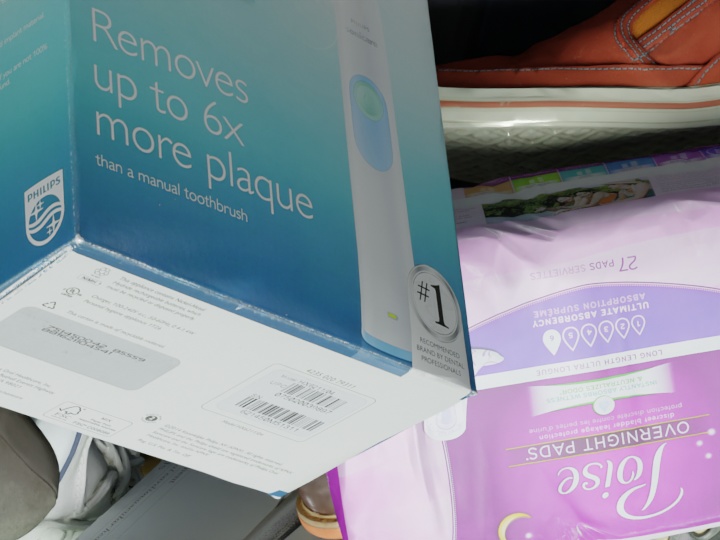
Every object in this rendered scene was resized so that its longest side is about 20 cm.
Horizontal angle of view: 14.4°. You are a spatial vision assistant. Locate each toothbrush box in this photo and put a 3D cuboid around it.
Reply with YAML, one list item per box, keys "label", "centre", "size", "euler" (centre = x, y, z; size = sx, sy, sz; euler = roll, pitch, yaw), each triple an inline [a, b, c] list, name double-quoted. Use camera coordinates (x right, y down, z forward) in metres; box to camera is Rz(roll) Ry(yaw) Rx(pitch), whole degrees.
- label: "toothbrush box"
  centre: [-0.054, -0.056, 0.799]
  size: [0.146, 0.200, 0.085]
  euler: [23, 139, -40]

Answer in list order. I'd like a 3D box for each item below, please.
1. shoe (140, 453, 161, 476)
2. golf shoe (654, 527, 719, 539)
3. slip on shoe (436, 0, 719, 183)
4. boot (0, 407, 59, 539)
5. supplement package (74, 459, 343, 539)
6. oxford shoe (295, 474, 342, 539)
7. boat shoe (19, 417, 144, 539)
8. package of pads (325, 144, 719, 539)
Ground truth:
- label: "shoe"
  centre: [-0.036, 0.096, 1.222]
  size: [0.200, 0.053, 0.070]
  euler: [-21, 147, 26]
- label: "golf shoe"
  centre: [0.081, 0.076, 1.087]
  size: [0.094, 0.078, 0.200]
  euler: [42, 142, -9]
- label: "slip on shoe"
  centre: [0.098, -0.067, 0.948]
  size: [0.200, 0.061, 0.074]
  euler: [-9, 164, 0]
- label: "boot"
  centre: [-0.131, 0.027, 0.938]
  size: [0.131, 0.068, 0.200]
  euler: [-11, 139, 31]
- label: "supplement package"
  centre: [-0.007, 0.132, 1.072]
  size: [0.200, 0.117, 0.117]
  euler: [1, 126, 52]
- label: "oxford shoe"
  centre: [0.045, 0.013, 1.003]
  size: [0.200, 0.071, 0.073]
  euler: [-42, 118, -14]
- label: "boat shoe"
  centre: [-0.120, 0.085, 1.167]
  size: [0.086, 0.075, 0.202]
  euler: [5, 151, -18]
- label: "package of pads"
  centre: [0.083, 0.027, 0.922]
  size: [0.200, 0.076, 0.121]
  euler: [-10, 108, 0]
